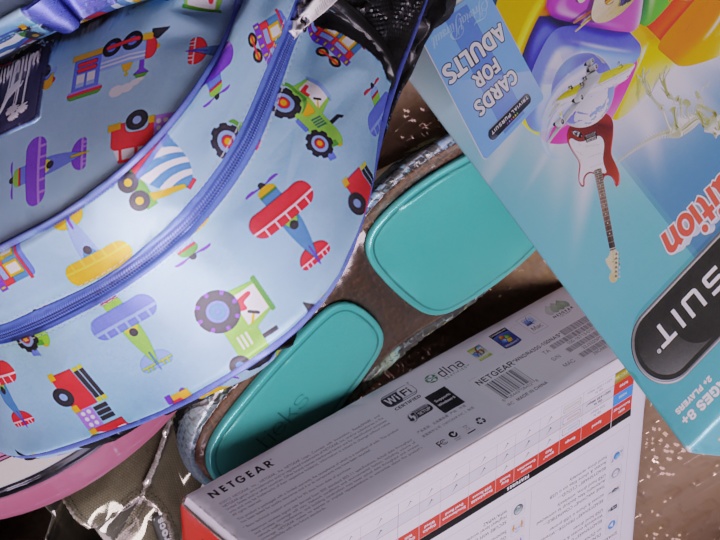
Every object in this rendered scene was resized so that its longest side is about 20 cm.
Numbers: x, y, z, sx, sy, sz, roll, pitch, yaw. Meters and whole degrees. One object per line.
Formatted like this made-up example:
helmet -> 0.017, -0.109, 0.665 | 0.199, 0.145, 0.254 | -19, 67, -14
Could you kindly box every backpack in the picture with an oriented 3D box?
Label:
backpack -> -0.078, -0.048, 0.787 | 0.182, 0.200, 0.135 | -20, 129, 32

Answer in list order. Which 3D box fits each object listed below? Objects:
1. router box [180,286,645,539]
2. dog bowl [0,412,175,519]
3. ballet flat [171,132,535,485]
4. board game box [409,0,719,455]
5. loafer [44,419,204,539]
router box -> 0.024, 0.125, 0.982 | 0.049, 0.200, 0.180 | 34, 138, 37
dog bowl -> -0.138, 0.010, 0.951 | 0.199, 0.201, 0.074 | -10, 135, 23
ballet flat -> 0.000, 0.000, 0.959 | 0.200, 0.074, 0.074 | -41, 111, -3
board game box -> 0.110, -0.064, 0.808 | 0.151, 0.047, 0.200 | -48, 59, 23
loafer -> -0.095, 0.082, 1.006 | 0.069, 0.201, 0.075 | 9, -179, -32
